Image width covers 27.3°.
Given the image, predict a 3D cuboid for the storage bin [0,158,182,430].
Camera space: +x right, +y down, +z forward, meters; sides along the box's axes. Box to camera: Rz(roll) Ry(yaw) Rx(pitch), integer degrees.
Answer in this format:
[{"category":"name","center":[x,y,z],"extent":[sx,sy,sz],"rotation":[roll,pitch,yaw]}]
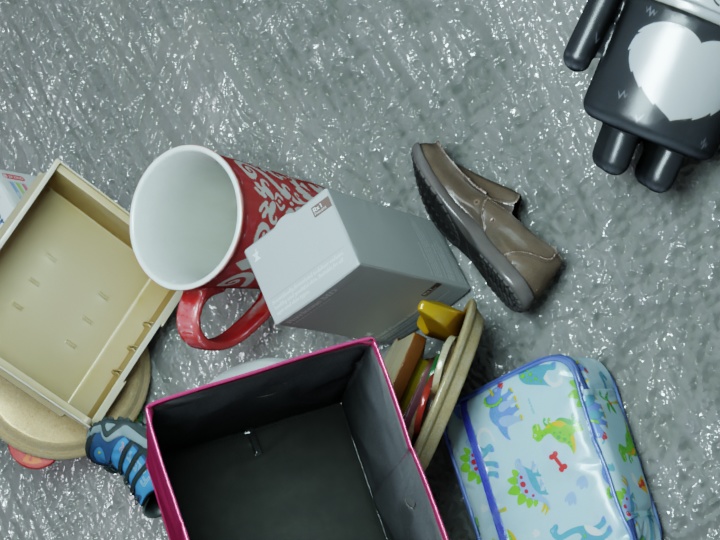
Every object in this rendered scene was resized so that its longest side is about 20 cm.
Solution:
[{"category":"storage bin","center":[-0.297,0.030,1.513],"extent":[0.201,0.198,0.094],"rotation":[-58,20,-16]}]

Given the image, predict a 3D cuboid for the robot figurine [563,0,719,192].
[{"category":"robot figurine","center":[0.263,-0.169,1.243],"extent":[0.125,0.150,0.201],"rotation":[32,104,47]}]

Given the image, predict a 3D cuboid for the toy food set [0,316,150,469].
[{"category":"toy food set","center":[-0.324,0.109,1.586],"extent":[0.049,0.198,0.200],"rotation":[137,126,-69]}]

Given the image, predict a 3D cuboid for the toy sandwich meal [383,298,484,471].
[{"category":"toy sandwich meal","center":[0.047,0.104,1.329],"extent":[0.070,0.205,0.207],"rotation":[23,100,1]}]

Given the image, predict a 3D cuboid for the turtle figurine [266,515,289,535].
[{"category":"turtle figurine","center":[-0.032,0.290,1.351],"extent":[0.162,0.199,0.064],"rotation":[60,159,-7]}]

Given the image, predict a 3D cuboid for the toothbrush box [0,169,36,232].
[{"category":"toothbrush box","center":[-0.396,-0.007,1.651],"extent":[0.200,0.145,0.086],"rotation":[-47,63,22]}]

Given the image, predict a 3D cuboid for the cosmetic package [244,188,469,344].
[{"category":"cosmetic package","center":[0.000,0.000,1.357],"extent":[0.107,0.199,0.091],"rotation":[-36,68,26]}]

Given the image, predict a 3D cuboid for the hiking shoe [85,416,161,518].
[{"category":"hiking shoe","center":[-0.207,0.190,1.415],"extent":[0.199,0.074,0.087],"rotation":[-5,67,48]}]

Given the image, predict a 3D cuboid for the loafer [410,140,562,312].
[{"category":"loafer","center":[0.117,-0.049,1.374],"extent":[0.071,0.073,0.200],"rotation":[-32,64,-10]}]

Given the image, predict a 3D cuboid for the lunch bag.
[{"category":"lunch bag","center":[0.165,0.187,1.307],"extent":[0.160,0.082,0.202],"rotation":[-26,71,32]}]

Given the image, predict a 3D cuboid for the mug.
[{"category":"mug","center":[-0.119,-0.024,1.438],"extent":[0.133,0.199,0.178],"rotation":[41,108,28]}]

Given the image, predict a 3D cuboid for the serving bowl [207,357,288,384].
[{"category":"serving bowl","center":[-0.107,0.168,1.445],"extent":[0.199,0.066,0.201],"rotation":[-14,54,20]}]

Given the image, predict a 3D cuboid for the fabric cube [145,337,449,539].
[{"category":"fabric cube","center":[-0.061,0.198,1.222],"extent":[0.195,0.200,0.201],"rotation":[-16,73,-15]}]
